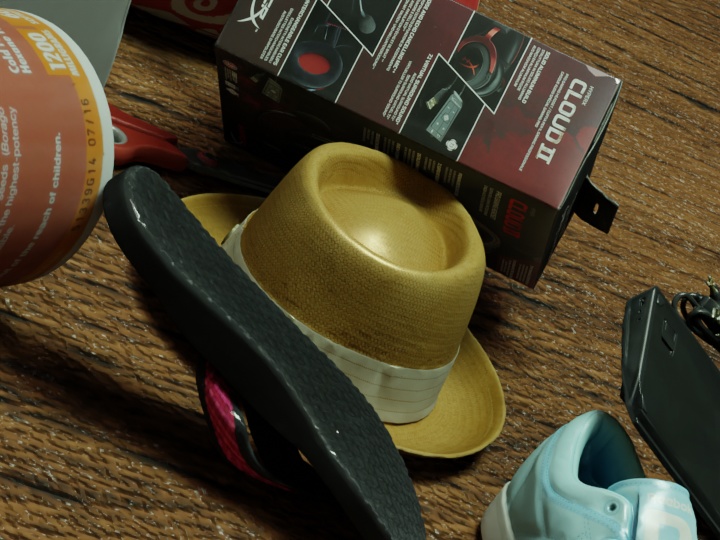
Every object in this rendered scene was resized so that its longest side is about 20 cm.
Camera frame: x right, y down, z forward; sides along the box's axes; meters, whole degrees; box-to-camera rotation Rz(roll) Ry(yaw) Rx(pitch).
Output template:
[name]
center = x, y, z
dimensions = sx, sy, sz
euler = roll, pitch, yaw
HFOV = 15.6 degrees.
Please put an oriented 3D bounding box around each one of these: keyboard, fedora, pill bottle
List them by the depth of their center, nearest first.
[pill bottle]
center = -0.192, -0.045, 0.977
dimensions = 0.112, 0.112, 0.200
euler = 42, 23, 24
[keyboard]
center = 0.171, 0.084, 1.172
dimensions = 0.200, 0.021, 0.127
euler = 52, 35, -29
[fedora]
center = 0.000, 0.000, 1.178
dimensions = 0.200, 0.082, 0.201
euler = 28, 22, -12

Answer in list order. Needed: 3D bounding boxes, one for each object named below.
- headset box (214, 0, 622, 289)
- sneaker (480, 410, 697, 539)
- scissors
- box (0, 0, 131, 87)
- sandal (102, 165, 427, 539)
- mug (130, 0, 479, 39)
[headset box]
center = 0.035, -0.072, 1.271
dimensions = 0.199, 0.075, 0.149
euler = 26, -13, 5
[sneaker]
center = 0.103, 0.126, 1.051
dimensions = 0.074, 0.082, 0.200
euler = 19, 25, -28
[scissors]
center = -0.085, -0.051, 1.275
dimensions = 0.199, 0.014, 0.073
euler = 25, 20, -20
[box]
center = -0.164, -0.146, 1.199
dimensions = 0.097, 0.125, 0.200
euler = 14, 26, -16
[sandal]
center = -0.043, 0.046, 1.044
dimensions = 0.200, 0.045, 0.075
euler = 50, 16, -12
[mug]
center = -0.038, -0.159, 1.435
dimensions = 0.200, 0.133, 0.178
euler = 23, 38, -33
